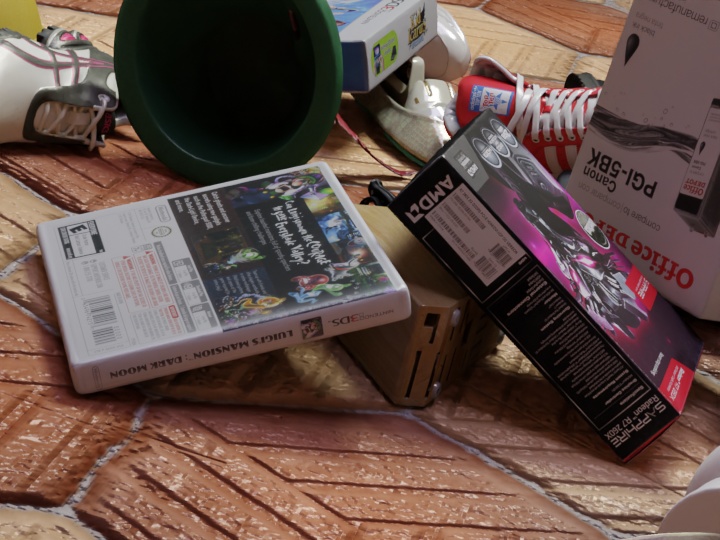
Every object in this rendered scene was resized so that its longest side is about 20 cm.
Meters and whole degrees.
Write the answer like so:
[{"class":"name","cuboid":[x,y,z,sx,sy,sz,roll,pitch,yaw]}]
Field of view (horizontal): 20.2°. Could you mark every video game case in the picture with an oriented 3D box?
[{"class":"video game case","cuboid":[-0.083,-0.001,1.138,0.182,0.023,0.200,-13,25,-9]},{"class":"video game case","cuboid":[-0.059,-0.189,1.626,0.200,0.046,0.181,4,20,19]}]

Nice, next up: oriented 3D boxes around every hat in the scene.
[{"class":"hat","cuboid":[-0.068,-0.147,1.457,0.165,0.200,0.176,-2,13,16]}]

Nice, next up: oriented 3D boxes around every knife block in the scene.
[{"class":"knife block","cuboid":[0.000,0.000,1.224,0.175,0.064,0.200,20,21,17]}]

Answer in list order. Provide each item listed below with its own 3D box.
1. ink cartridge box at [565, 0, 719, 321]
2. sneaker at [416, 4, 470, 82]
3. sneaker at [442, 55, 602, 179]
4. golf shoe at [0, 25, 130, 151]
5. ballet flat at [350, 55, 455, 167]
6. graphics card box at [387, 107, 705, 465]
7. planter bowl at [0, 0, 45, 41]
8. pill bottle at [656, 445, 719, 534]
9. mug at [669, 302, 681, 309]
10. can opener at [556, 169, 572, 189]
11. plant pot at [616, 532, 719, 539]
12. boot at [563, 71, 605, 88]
[{"class":"ink cartridge box","cuboid":[0.220,-0.083,1.247,0.083,0.200,0.147,6,18,-41]},{"class":"sneaker","cuboid":[0.006,-0.209,1.819,0.200,0.075,0.100,26,41,30]},{"class":"sneaker","cuboid":[0.144,-0.116,1.491,0.112,0.071,0.200,29,-27,-30]},{"class":"golf shoe","cuboid":[-0.214,-0.120,1.392,0.088,0.077,0.200,29,24,13]},{"class":"ballet flat","cuboid":[0.042,-0.135,1.622,0.067,0.062,0.200,4,22,-28]},{"class":"graphics card box","cuboid":[0.111,0.005,1.167,0.200,0.051,0.125,47,24,-1]},{"class":"planter bowl","cuboid":[-0.308,-0.195,1.513,0.200,0.084,0.200,12,19,-4]},{"class":"pill bottle","cuboid":[0.223,0.121,0.976,0.111,0.111,0.200,26,23,30]},{"class":"mug","cuboid":[0.293,-0.018,1.373,0.200,0.134,0.178,7,9,-9]},{"class":"can opener","cuboid":[0.130,-0.028,1.407,0.067,0.053,0.200,15,18,1]},{"class":"plant pot","cuboid":[0.101,0.213,0.585,0.187,0.187,0.200,6,36,-22]},{"class":"boot","cuboid":[0.256,-0.087,1.609,0.158,0.080,0.211,-1,34,-19]}]
